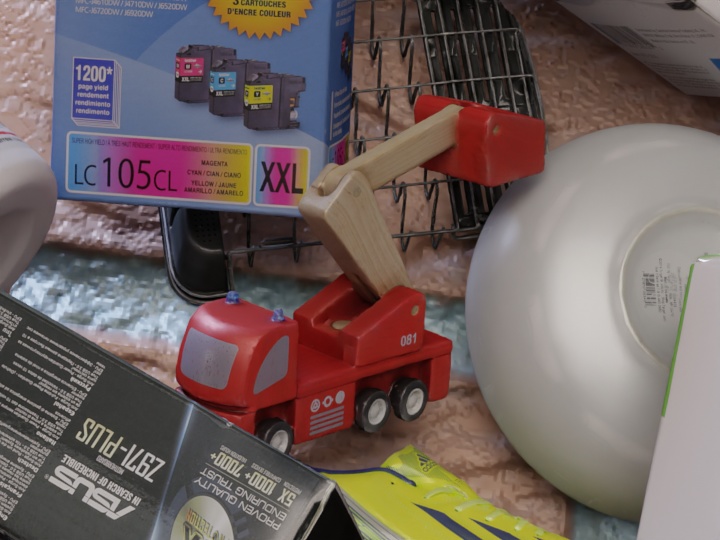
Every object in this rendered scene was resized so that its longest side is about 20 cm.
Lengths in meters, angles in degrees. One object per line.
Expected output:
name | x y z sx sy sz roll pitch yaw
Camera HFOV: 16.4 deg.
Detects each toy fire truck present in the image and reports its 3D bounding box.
toy fire truck | 0.000 0.000 1.143 0.049 0.142 0.199 19 22 40

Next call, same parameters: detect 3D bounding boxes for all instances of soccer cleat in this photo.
soccer cleat | 0.039 0.123 1.184 0.198 0.065 0.084 11 63 2

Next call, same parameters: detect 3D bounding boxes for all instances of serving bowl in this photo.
serving bowl | 0.153 0.019 1.204 0.198 0.066 0.202 3 75 -13

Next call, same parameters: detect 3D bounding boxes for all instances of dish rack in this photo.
dish rack | -0.007 -0.070 1.269 0.198 0.055 0.155 -6 69 -7

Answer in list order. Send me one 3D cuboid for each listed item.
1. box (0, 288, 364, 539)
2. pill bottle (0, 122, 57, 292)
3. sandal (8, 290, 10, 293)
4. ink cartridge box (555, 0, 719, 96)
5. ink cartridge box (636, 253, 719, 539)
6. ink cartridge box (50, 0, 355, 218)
box | -0.101 0.100 1.051 0.199 0.164 0.086 29 75 17
pill bottle | -0.245 -0.062 1.151 0.200 0.112 0.112 39 71 14
sandal | -0.186 0.072 1.188 0.059 0.079 0.208 16 66 7
ink cartridge box | 0.138 -0.167 1.214 0.199 0.146 0.086 34 83 -22
ink cartridge box | 0.222 0.098 1.125 0.084 0.200 0.147 -7 60 41
ink cartridge box | -0.072 -0.132 1.174 0.135 0.076 0.202 4 99 6
